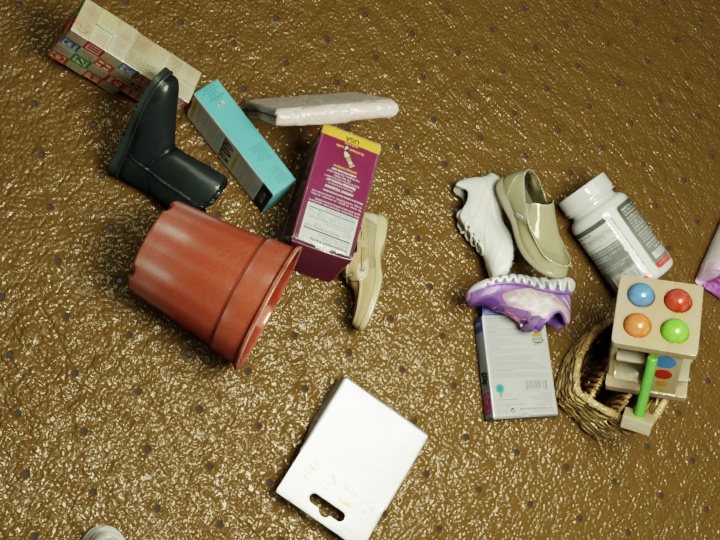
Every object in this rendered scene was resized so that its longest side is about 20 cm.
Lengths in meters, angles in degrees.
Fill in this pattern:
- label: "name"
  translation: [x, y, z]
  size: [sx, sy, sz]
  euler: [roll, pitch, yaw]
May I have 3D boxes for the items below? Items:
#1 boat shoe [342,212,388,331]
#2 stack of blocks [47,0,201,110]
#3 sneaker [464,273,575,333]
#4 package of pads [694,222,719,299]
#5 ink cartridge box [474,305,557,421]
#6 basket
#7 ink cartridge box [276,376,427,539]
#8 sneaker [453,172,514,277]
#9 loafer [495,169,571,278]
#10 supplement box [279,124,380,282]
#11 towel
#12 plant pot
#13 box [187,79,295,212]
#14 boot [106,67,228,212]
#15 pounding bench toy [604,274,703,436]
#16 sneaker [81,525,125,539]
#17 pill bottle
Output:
- label: "boat shoe"
  translation: [0.000, 0.000, 1.440]
  size: [0.064, 0.071, 0.202]
  euler: [12, 63, -8]
- label: "stack of blocks"
  translation: [-0.359, -0.315, 1.378]
  size: [0.199, 0.115, 0.059]
  euler: [30, 66, -28]
- label: "sneaker"
  translation: [0.264, 0.057, 1.464]
  size: [0.198, 0.080, 0.089]
  euler: [2, 74, -21]
- label: "package of pads"
  translation: [0.715, -0.035, 1.686]
  size: [0.120, 0.076, 0.201]
  euler: [34, 67, -4]
- label: "ink cartridge box"
  translation: [0.254, 0.144, 1.495]
  size: [0.118, 0.042, 0.202]
  euler: [0, 76, -18]
- label: "basket"
  translation: [0.429, 0.160, 1.492]
  size: [0.143, 0.149, 0.200]
  euler: [43, 67, -3]
- label: "ink cartridge box"
  translation: [-0.015, 0.288, 1.364]
  size: [0.162, 0.057, 0.201]
  euler: [35, 75, -6]
- label: "sneaker"
  translation: [0.206, -0.068, 1.532]
  size: [0.086, 0.075, 0.202]
  euler: [-4, 67, -12]
- label: "loafer"
  translation: [0.288, -0.081, 1.475]
  size: [0.075, 0.068, 0.201]
  euler: [-10, 66, -40]
- label: "supplement box"
  translation: [-0.052, -0.103, 1.414]
  size: [0.102, 0.131, 0.202]
  euler: [19, 70, -13]
- label: "towel"
  translation: [-0.066, -0.256, 1.431]
  size: [0.198, 0.191, 0.033]
  euler: [-10, 107, -21]
- label: "plant pot"
  translation: [-0.215, 0.009, 1.303]
  size: [0.194, 0.201, 0.202]
  euler: [28, 67, 0]
- label: "box"
  translation: [-0.189, -0.194, 1.420]
  size: [0.049, 0.082, 0.201]
  euler: [-38, 89, -25]
- label: "boot"
  translation: [-0.267, -0.178, 1.345]
  size: [0.167, 0.201, 0.077]
  euler: [31, 27, -6]
- label: "pounding bench toy"
  translation: [0.442, 0.130, 1.375]
  size: [0.123, 0.157, 0.201]
  euler: [8, 56, 16]
- label: "sneaker"
  translation: [-0.301, 0.427, 1.191]
  size: [0.078, 0.099, 0.200]
  euler: [-39, 89, -24]
- label: "pill bottle"
  translation: [0.442, -0.063, 1.580]
  size: [0.113, 0.114, 0.201]
  euler: [-34, 87, -24]
